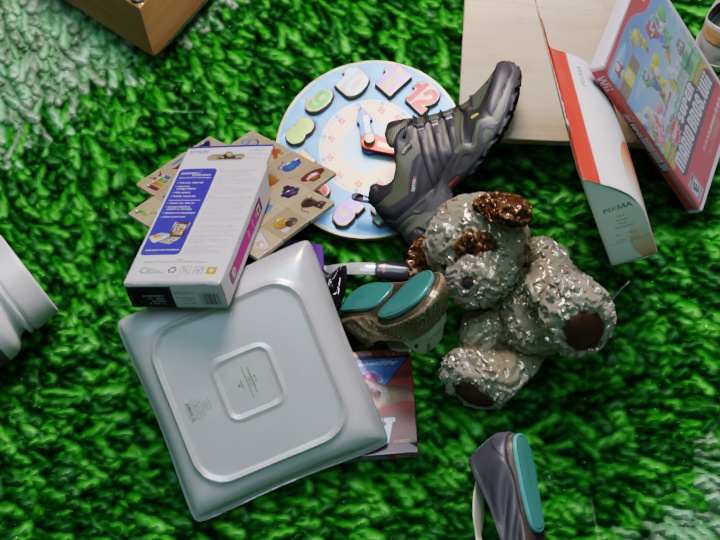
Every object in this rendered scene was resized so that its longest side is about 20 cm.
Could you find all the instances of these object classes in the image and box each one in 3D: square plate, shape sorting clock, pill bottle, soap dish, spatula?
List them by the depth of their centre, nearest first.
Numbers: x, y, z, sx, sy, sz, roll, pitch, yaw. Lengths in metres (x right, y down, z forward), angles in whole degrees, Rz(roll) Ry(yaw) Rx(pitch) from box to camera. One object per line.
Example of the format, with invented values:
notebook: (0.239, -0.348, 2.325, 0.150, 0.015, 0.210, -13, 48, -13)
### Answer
square plate: (-0.100, 0.102, 1.123, 0.196, 0.028, 0.202, -22, 90, 2)
pill bottle: (-0.394, 0.063, 1.168, 0.199, 0.113, 0.113, -39, 69, -12)
spatula: (0.000, 0.000, 1.216, 0.197, 0.021, 0.057, 3, 73, 5)
shape sorting clock: (0.009, -0.126, 1.261, 0.197, 0.039, 0.203, -2, 66, 4)
soap dish: (-0.254, -0.347, 1.354, 0.199, 0.081, 0.158, 33, 73, 18)

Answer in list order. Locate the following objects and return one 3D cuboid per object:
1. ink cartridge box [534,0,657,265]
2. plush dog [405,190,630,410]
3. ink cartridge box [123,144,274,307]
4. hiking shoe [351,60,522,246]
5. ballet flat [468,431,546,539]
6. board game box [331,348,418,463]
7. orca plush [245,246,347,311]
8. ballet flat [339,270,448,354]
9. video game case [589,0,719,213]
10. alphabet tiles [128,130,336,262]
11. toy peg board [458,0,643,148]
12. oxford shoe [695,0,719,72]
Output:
ink cartridge box: (0.207, -0.127, 1.083, 0.049, 0.201, 0.164, -15, 52, 11)
plush dog: (0.133, 0.002, 1.127, 0.172, 0.199, 0.161, 47, 44, -7)
ink cartridge box: (-0.144, -0.045, 1.153, 0.093, 0.037, 0.202, 0, 44, 15)
hiking shoe: (0.075, -0.127, 1.184, 0.100, 0.076, 0.201, 35, 94, 4)
ballet flat: (0.137, 0.244, 1.081, 0.072, 0.073, 0.203, -13, 72, -2)
board game box: (-0.047, 0.131, 1.164, 0.197, 0.019, 0.104, -5, 67, 2)
orca plush: (-0.116, 0.012, 1.176, 0.198, 0.071, 0.107, 19, 92, 16)
ballet flat: (0.042, 0.042, 1.111, 0.070, 0.200, 0.065, -44, 101, -14)
video game case: (0.294, -0.174, 1.182, 0.017, 0.200, 0.144, -7, 46, 45)
alphabet tiles: (-0.126, -0.074, 1.215, 0.166, 0.006, 0.199, -37, 46, -27)
toy peg board: (0.203, -0.220, 1.271, 0.197, 0.098, 0.203, 3, 82, 6)
oxford shoe: (0.419, -0.293, 1.293, 0.075, 0.058, 0.200, 34, 71, 20)
